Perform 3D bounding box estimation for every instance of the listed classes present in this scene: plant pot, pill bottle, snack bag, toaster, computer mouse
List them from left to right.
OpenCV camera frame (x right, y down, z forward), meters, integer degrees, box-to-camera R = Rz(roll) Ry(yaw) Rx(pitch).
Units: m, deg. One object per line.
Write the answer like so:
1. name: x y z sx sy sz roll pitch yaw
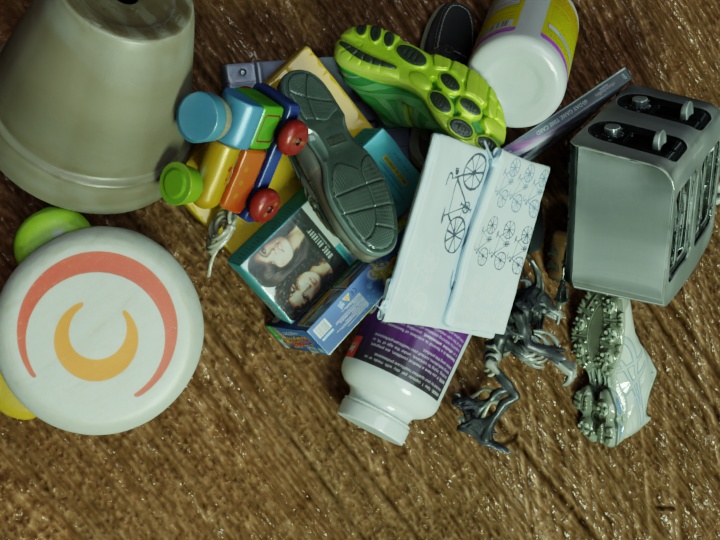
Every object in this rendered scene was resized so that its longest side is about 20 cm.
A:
1. plant pot: -0.225 -0.182 0.930 0.198 0.174 0.201 15 49 -18
2. pill bottle: 0.053 0.076 1.115 0.112 0.112 0.201 31 78 -19
3. snack bag: 0.106 -0.031 1.032 0.199 0.021 0.190 12 96 -49
4. computer mouse: 0.190 -0.010 1.213 0.058 0.034 0.202 -10 96 -24
5. pill bottle: 0.179 -0.244 1.137 0.104 0.104 0.201 44 37 -16
6. toaster: 0.293 -0.072 1.112 0.181 0.118 0.202 -39 135 -45

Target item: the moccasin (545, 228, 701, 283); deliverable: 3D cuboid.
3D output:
1. moccasin: 0.313 -0.023 1.251 0.199 0.074 0.078 2 97 -13

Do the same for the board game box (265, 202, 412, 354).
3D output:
1. board game box: 0.000 0.000 1.082 0.200 0.135 0.034 -46 105 -16

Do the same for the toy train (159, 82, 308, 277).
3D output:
1. toy train: -0.137 -0.073 0.963 0.115 0.084 0.201 -7 127 -56

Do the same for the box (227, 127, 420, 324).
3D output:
1. box: -0.031 -0.047 1.058 0.200 0.049 0.082 -45 110 -12

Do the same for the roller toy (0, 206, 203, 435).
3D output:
1. roller toy: -0.240 0.053 0.980 0.181 0.140 0.202 14 90 -13

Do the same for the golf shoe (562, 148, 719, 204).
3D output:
1. golf shoe: 0.334 -0.111 1.246 0.198 0.088 0.078 13 77 -22

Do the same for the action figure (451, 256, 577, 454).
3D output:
1. action figure: 0.176 0.092 1.158 0.101 0.119 0.201 22 97 -9

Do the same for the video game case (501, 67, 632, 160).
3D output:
1. video game case: 0.193 -0.141 1.161 0.199 0.143 0.019 -33 85 -19

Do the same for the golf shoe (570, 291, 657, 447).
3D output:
1. golf shoe: 0.303 0.102 1.238 0.097 0.078 0.202 -12 111 -29

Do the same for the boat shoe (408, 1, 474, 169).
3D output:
1. boat shoe: 0.101 -0.205 1.153 0.071 0.065 0.202 20 71 -25

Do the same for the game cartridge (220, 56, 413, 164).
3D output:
1. game cartridge: -0.043 -0.160 1.123 0.198 0.038 0.131 -9 89 -22

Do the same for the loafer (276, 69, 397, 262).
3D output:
1. loafer: -0.028 -0.093 1.007 0.071 0.063 0.201 -15 73 -36

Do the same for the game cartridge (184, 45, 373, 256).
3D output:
1. game cartridge: -0.072 -0.096 1.079 0.200 0.032 0.177 -44 110 -11

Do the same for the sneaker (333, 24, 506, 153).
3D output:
1. sneaker: 0.063 -0.179 1.081 0.199 0.084 0.074 34 73 10
